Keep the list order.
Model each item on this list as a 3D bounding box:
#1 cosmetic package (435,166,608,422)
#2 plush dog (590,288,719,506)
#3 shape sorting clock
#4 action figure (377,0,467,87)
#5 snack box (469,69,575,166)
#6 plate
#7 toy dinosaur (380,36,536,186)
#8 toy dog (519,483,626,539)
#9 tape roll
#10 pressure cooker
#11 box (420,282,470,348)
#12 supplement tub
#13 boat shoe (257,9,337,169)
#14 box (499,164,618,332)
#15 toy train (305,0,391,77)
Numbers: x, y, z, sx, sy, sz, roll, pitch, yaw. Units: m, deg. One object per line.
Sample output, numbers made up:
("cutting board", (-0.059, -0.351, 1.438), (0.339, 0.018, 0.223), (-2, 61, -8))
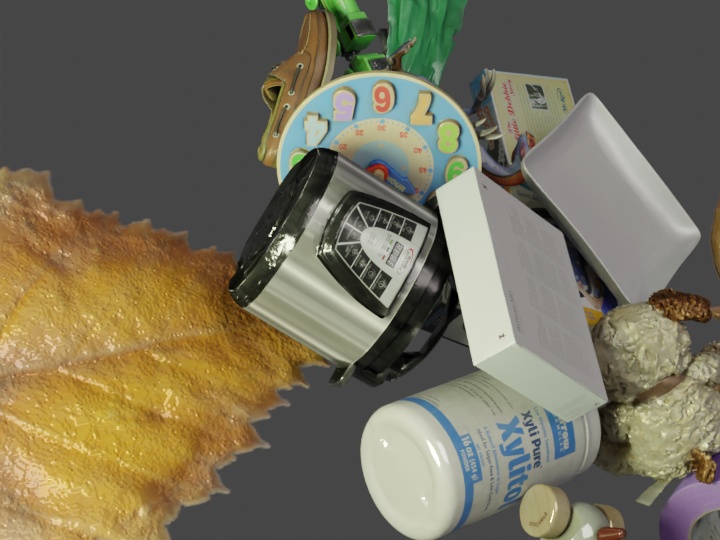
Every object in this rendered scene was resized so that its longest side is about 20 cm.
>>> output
("cosmetic package", (0.146, 0.022, 1.505), (0.151, 0.052, 0.200), (35, 35, -43))
("plush dog", (0.282, 0.111, 1.593), (0.172, 0.200, 0.161), (55, 12, -13))
("shape sorting clock", (0.018, -0.100, 1.599), (0.200, 0.200, 0.039), (26, 31, -16))
("action figure", (0.060, -0.252, 1.794), (0.118, 0.055, 0.201), (20, 62, -21))
("snack box", (0.196, -0.124, 1.811), (0.116, 0.037, 0.201), (3, 63, -29))
("plate", (0.254, -0.066, 1.691), (0.200, 0.032, 0.200), (52, 40, -5))
("toy dinosaur", (0.088, -0.148, 1.678), (0.182, 0.200, 0.105), (49, 52, -11))
("toy dog", (0.196, 0.293, 1.490), (0.132, 0.096, 0.201), (-7, 96, -30))
("tape roll", (0.395, 0.264, 1.602), (0.200, 0.200, 0.066), (46, 51, 0))
("pressure cooker", (0.000, 0.000, 1.540), (0.200, 0.176, 0.179), (33, 28, -12))
("box", (0.158, 0.031, 1.686), (0.200, 0.060, 0.117), (21, 55, -19))
("supplement tub", (0.112, 0.162, 1.540), (0.200, 0.132, 0.132), (-17, 73, -35))
("boat shoe", (-0.065, -0.190, 1.673), (0.068, 0.072, 0.200), (9, 55, -7))
("box", (0.197, -0.024, 1.676), (0.119, 0.041, 0.200), (14, 54, -24))
("toy train", (-0.013, -0.257, 1.752), (0.042, 0.056, 0.200), (-14, 72, -35))
